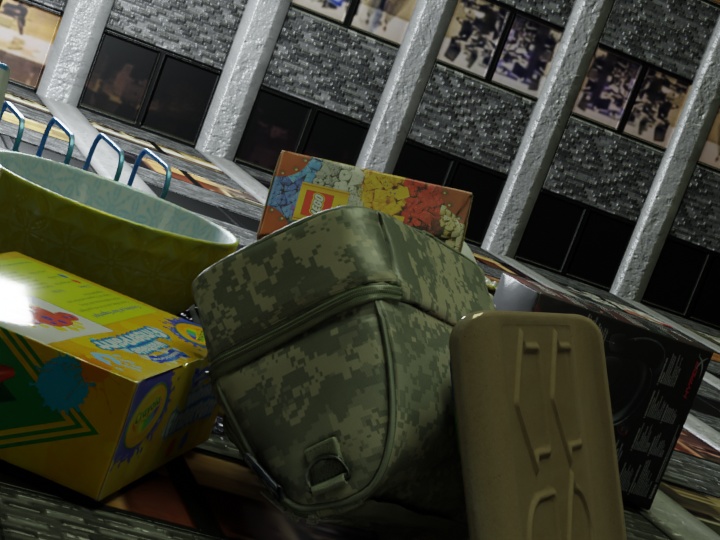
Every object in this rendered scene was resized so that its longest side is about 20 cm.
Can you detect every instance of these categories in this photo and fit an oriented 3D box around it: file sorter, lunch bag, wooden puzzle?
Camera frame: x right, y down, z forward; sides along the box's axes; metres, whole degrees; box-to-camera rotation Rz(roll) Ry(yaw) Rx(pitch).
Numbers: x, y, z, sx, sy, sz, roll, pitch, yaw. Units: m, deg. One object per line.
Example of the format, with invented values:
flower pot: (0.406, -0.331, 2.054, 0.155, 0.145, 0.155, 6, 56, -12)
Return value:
file sorter: (-0.286, -0.074, 1.414, 0.200, 0.123, 0.139, 18, 8, -24)
lunch bag: (0.007, 0.073, 0.926, 0.200, 0.139, 0.168, 29, 38, -58)
wooden puzzle: (0.097, 0.117, 0.908, 0.046, 0.185, 0.200, -9, -6, 26)

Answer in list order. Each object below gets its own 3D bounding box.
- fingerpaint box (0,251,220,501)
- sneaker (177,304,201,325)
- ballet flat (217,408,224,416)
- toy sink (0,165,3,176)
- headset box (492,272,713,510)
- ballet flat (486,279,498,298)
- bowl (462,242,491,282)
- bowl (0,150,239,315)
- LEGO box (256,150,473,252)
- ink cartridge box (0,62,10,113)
fingerpaint box: (-0.180, 0.055, 0.915, 0.167, 0.073, 0.200, 21, 7, 9)
sneaker: (-0.108, 0.051, 1.249, 0.080, 0.074, 0.200, 34, 4, -30)
ballet flat: (-0.091, 0.073, 1.075, 0.200, 0.065, 0.071, 16, 10, -32)
toy sink: (-0.329, -0.027, 0.963, 0.130, 0.112, 0.200, 22, 12, 8)
headset box: (0.171, 0.098, 1.310, 0.200, 0.149, 0.075, 17, 7, -23)
ballet flat: (0.060, 0.015, 1.392, 0.200, 0.076, 0.064, 16, -9, -7)
bowl: (0.022, -0.002, 1.503, 0.201, 0.090, 0.201, -12, 14, 3)
bowl: (-0.202, -0.006, 1.188, 0.200, 0.108, 0.200, 20, 6, -2)
LEGO box: (0.000, 0.000, 1.233, 0.149, 0.077, 0.200, 13, -24, 3)
ink cartridge box: (-0.389, -0.120, 1.234, 0.145, 0.084, 0.200, 21, -26, -33)
